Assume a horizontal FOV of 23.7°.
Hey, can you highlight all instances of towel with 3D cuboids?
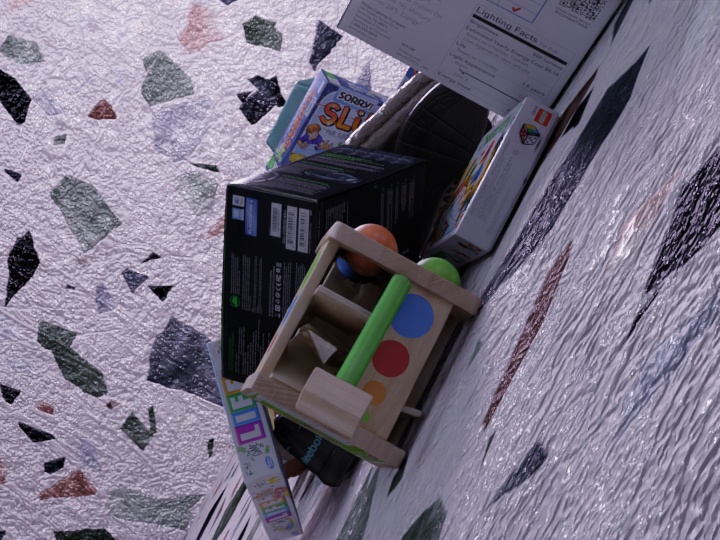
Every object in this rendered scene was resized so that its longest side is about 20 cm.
[{"bbox_3d":[0.049,-0.151,1.658,0.200,0.034,0.133,-43,-10,-18],"label":"towel"}]

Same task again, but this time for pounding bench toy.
[{"bbox_3d":[0.006,0.048,1.263,0.156,0.124,0.200,-62,3,-8],"label":"pounding bench toy"}]

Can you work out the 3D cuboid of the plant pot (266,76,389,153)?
[{"bbox_3d":[-0.003,-0.150,2.120,0.142,0.200,0.141,-61,-11,18],"label":"plant pot"}]

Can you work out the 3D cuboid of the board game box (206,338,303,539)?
[{"bbox_3d":[-0.095,0.156,1.562,0.200,0.034,0.135,82,171,-66],"label":"board game box"}]

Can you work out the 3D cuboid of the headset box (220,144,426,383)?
[{"bbox_3d":[-0.026,-0.006,1.478,0.200,0.092,0.175,-26,-57,-56],"label":"headset box"}]

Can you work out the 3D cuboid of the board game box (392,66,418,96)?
[{"bbox_3d":[0.128,-0.237,1.782,0.200,0.034,0.136,-30,-19,-40],"label":"board game box"}]

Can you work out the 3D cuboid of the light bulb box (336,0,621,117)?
[{"bbox_3d":[0.116,-0.258,1.433,0.200,0.198,0.125,-57,8,46],"label":"light bulb box"}]

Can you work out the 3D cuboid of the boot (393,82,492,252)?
[{"bbox_3d":[0.087,-0.119,1.637,0.151,0.073,0.201,-47,-19,-56],"label":"boot"}]

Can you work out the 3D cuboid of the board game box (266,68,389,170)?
[{"bbox_3d":[0.010,-0.133,1.958,0.136,0.199,0.034,-60,30,22],"label":"board game box"}]

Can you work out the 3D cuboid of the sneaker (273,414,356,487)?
[{"bbox_3d":[-0.032,0.132,1.584,0.076,0.079,0.200,-61,2,11],"label":"sneaker"}]

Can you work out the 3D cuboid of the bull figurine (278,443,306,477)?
[{"bbox_3d":[-0.049,0.136,1.820,0.201,0.065,0.121,-66,-15,9],"label":"bull figurine"}]

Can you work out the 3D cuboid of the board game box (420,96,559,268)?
[{"bbox_3d":[0.106,-0.068,1.443,0.127,0.035,0.200,-62,3,-7],"label":"board game box"}]

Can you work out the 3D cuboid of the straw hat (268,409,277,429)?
[{"bbox_3d":[-0.046,0.073,1.714,0.201,0.085,0.202,-174,90,-68],"label":"straw hat"}]

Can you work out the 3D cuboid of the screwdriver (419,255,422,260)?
[{"bbox_3d":[0.083,-0.035,1.630,0.200,0.028,0.029,-58,34,38],"label":"screwdriver"}]
